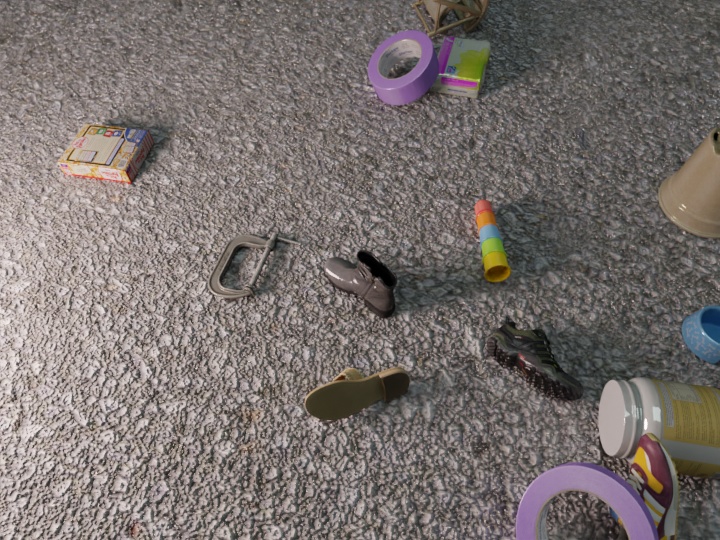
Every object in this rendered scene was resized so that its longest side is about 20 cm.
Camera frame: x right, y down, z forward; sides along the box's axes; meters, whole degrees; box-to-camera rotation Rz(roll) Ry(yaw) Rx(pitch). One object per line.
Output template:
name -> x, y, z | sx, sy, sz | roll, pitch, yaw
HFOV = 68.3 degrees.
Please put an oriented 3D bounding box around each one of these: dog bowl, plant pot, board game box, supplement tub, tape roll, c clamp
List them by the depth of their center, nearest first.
tape roll -> 0.337, 0.400, 0.796 | 0.194, 0.065, 0.209 | -9, 74, 32
supplement tub -> 0.523, 0.263, 0.898 | 0.191, 0.148, 0.150 | 7, 55, 7
dog bowl -> 0.741, 0.135, 1.037 | 0.193, 0.050, 0.114 | 18, 57, 15
c clamp -> -0.246, -0.015, 1.193 | 0.165, 0.028, 0.204 | 17, 57, 13
plant pot -> 0.810, -0.212, 1.194 | 0.192, 0.186, 0.207 | -1, 54, 1
board game box -> -0.671, -0.313, 1.405 | 0.192, 0.047, 0.156 | 9, 56, 8
tape roll -> 0.120, -0.571, 1.495 | 0.193, 0.066, 0.208 | -11, 62, 21

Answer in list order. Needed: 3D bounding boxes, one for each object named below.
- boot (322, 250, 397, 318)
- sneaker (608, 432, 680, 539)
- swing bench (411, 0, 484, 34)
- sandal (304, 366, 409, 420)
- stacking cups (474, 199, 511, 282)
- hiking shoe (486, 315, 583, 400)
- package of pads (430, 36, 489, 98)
boot -> 0.000, 0.000, 1.108 | 0.196, 0.134, 0.070 | 31, 61, 21
sneaker -> 0.432, 0.352, 0.821 | 0.086, 0.208, 0.075 | -8, 12, 5
swing bench -> 0.286, -0.870, 1.710 | 0.192, 0.132, 0.204 | -8, 54, -11
sandal -> -0.011, 0.220, 1.011 | 0.203, 0.081, 0.070 | -11, 23, -14
stacking cups -> 0.294, -0.071, 1.200 | 0.058, 0.062, 0.205 | -1, 50, 1
hiking shoe -> 0.345, 0.161, 1.018 | 0.197, 0.077, 0.101 | 34, 65, 24
package of pads -> 0.296, -0.598, 1.552 | 0.148, 0.069, 0.205 | 12, 57, 11
